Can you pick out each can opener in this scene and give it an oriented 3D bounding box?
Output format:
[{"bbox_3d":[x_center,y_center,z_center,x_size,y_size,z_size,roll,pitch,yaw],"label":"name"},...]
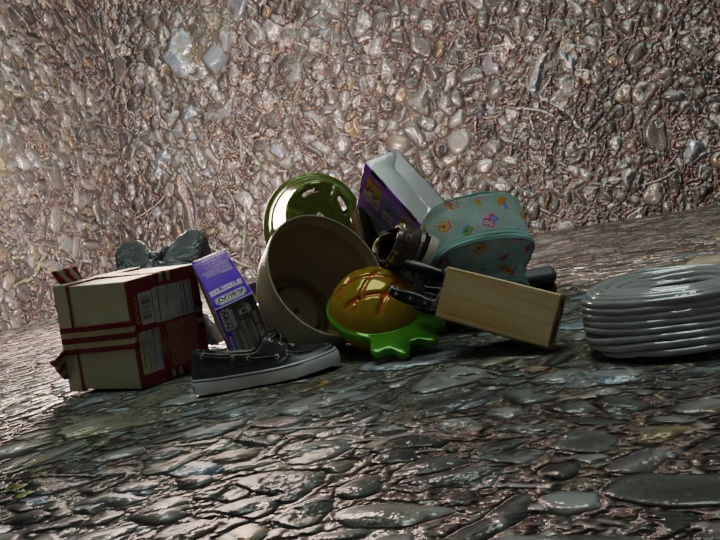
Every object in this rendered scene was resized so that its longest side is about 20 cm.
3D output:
[{"bbox_3d":[0.230,0.042,1.461,0.195,0.054,0.068,-10,36,3],"label":"can opener"}]

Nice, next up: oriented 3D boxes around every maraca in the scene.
[{"bbox_3d":[0.031,0.062,1.206,0.135,0.109,0.200,-24,33,-20],"label":"maraca"}]

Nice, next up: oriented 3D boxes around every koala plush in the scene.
[{"bbox_3d":[-0.340,0.064,1.577,0.173,0.204,0.185,-10,32,-1],"label":"koala plush"}]

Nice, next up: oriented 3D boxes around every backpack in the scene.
[{"bbox_3d":[0.170,-0.018,1.302,0.171,0.156,0.202,-8,-36,-3],"label":"backpack"}]

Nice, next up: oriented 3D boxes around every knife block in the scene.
[{"bbox_3d":[0.132,0.036,1.077,0.172,0.066,0.200,15,-2,-13],"label":"knife block"}]

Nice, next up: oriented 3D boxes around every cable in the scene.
[{"bbox_3d":[0.333,0.040,0.930,0.197,0.071,0.198,-13,4,-34],"label":"cable"}]

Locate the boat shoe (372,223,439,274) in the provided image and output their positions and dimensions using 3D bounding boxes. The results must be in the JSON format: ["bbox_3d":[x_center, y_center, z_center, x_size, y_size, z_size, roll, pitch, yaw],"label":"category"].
[{"bbox_3d":[0.052,-0.032,1.255,0.059,0.073,0.200,25,-4,-12],"label":"boat shoe"}]

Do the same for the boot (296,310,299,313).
[{"bbox_3d":[-0.017,0.066,1.547,0.195,0.072,0.146,-3,0,20],"label":"boot"}]

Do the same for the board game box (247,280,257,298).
[{"bbox_3d":[-0.103,0.044,1.674,0.196,0.058,0.165,-16,-18,25],"label":"board game box"}]

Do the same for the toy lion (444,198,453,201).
[{"bbox_3d":[0.145,-0.029,1.560,0.187,0.205,0.069,10,9,17],"label":"toy lion"}]

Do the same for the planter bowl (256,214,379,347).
[{"bbox_3d":[-0.077,0.039,1.343,0.197,0.203,0.135,-13,-22,-38],"label":"planter bowl"}]

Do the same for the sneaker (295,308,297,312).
[{"bbox_3d":[-0.154,0.069,1.482,0.113,0.073,0.200,-37,5,0],"label":"sneaker"}]

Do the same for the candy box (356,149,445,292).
[{"bbox_3d":[0.066,-0.065,1.466,0.071,0.168,0.202,-24,-32,-27],"label":"candy box"}]

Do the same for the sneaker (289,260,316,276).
[{"bbox_3d":[-0.081,-0.001,1.487,0.197,0.077,0.087,18,-38,-37],"label":"sneaker"}]

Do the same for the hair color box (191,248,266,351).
[{"bbox_3d":[-0.190,0.056,1.309,0.064,0.111,0.200,-24,25,-13],"label":"hair color box"}]

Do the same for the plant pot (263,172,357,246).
[{"bbox_3d":[-0.079,-0.091,1.610,0.195,0.205,0.190,-10,-2,-7],"label":"plant pot"}]

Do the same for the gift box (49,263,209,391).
[{"bbox_3d":[-0.367,0.081,1.359,0.183,0.190,0.198,-5,2,33],"label":"gift box"}]

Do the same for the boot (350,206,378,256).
[{"bbox_3d":[0.000,0.000,1.432,0.074,0.205,0.073,-14,-8,25],"label":"boot"}]

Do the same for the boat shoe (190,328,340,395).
[{"bbox_3d":[-0.126,0.110,1.151,0.195,0.068,0.070,-11,4,-3],"label":"boat shoe"}]
